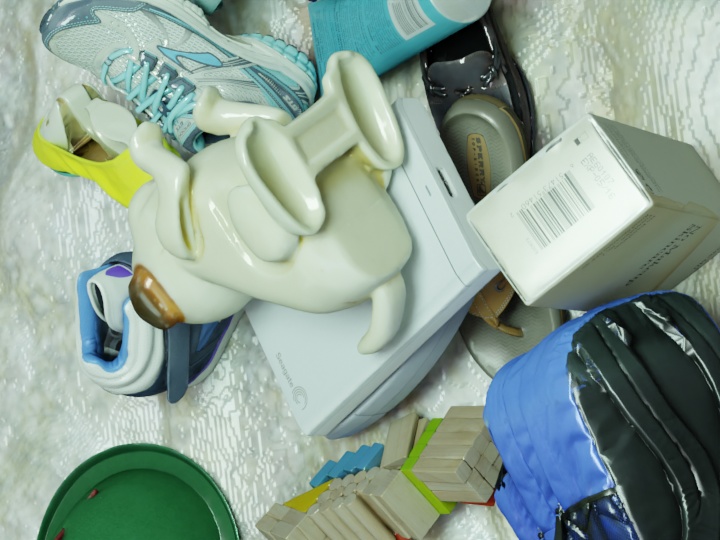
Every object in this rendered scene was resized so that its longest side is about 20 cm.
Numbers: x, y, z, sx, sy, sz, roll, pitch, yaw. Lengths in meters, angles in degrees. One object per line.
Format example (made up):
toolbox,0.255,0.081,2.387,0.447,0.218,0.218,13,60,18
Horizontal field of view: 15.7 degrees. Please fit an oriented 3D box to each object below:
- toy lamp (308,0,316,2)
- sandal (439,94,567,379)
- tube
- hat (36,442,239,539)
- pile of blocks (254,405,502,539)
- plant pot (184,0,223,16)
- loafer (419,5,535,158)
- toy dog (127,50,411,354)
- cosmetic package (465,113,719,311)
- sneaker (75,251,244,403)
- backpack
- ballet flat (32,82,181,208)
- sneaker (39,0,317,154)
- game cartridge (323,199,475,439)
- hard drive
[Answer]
toy lamp,0.030,-0.254,1.703,0.200,0.058,0.058,-38,73,19
sandal,0.084,-0.014,1.712,0.082,0.055,0.200,3,109,31
tube,0.015,-0.164,1.734,0.200,0.050,0.078,-19,72,59
hat,-0.199,0.216,1.780,0.165,0.176,0.200,28,99,23
pile of blocks,0.026,0.151,1.756,0.200,0.082,0.062,-24,120,31
plant pot,-0.121,-0.258,1.781,0.134,0.200,0.200,36,103,-5
loafer,0.063,-0.149,1.744,0.072,0.063,0.200,-17,80,22
toy dog,-0.066,-0.031,1.670,0.200,0.140,0.194,-16,116,44
cosmetic package,0.156,-0.031,1.620,0.103,0.200,0.073,-40,72,19
sneaker,-0.126,-0.007,1.777,0.080,0.146,0.200,27,98,23
backpack,0.163,0.126,1.621,0.168,0.162,0.200,-30,83,46
ballet flat,-0.180,-0.094,1.808,0.067,0.067,0.200,-38,33,-15
sneaker,-0.120,-0.129,1.754,0.078,0.200,0.086,-48,33,49
game cartridge,0.008,0.012,1.734,0.133,0.041,0.200,53,127,26
hard drive,0.000,0.000,1.697,0.200,0.027,0.132,-45,61,38
